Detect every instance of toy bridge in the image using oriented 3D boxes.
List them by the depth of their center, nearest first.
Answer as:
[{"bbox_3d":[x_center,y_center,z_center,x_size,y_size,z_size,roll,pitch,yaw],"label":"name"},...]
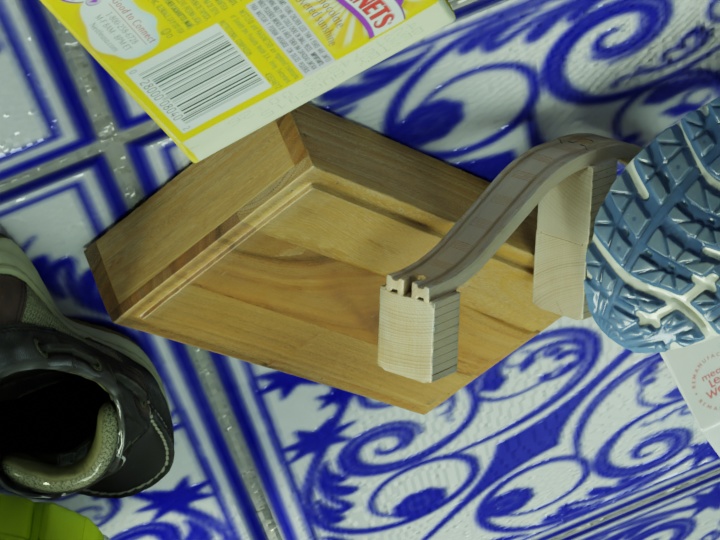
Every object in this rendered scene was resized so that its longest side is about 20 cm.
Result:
[{"bbox_3d":[0.082,-0.016,1.027,0.200,0.027,0.067,-19,118,-45],"label":"toy bridge"}]

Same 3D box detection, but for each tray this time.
[{"bbox_3d":[0.000,0.000,1.027,0.099,0.037,0.200,-37,149,23],"label":"tray"}]

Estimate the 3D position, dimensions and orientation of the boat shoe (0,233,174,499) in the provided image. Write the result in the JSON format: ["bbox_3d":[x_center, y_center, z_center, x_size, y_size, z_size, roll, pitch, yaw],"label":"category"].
[{"bbox_3d":[-0.115,0.053,0.996,0.073,0.065,0.200,-29,153,7],"label":"boat shoe"}]

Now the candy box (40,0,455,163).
[{"bbox_3d":[-0.047,-0.102,0.823,0.102,0.026,0.200,-30,152,6],"label":"candy box"}]

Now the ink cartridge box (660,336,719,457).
[{"bbox_3d":[0.199,0.037,1.208,0.115,0.068,0.200,-29,151,9],"label":"ink cartridge box"}]

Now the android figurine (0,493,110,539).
[{"bbox_3d":[-0.148,0.128,1.067,0.181,0.041,0.200,1,158,14],"label":"android figurine"}]

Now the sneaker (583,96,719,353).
[{"bbox_3d":[0.166,-0.043,1.011,0.200,0.077,0.085,-47,161,8],"label":"sneaker"}]
